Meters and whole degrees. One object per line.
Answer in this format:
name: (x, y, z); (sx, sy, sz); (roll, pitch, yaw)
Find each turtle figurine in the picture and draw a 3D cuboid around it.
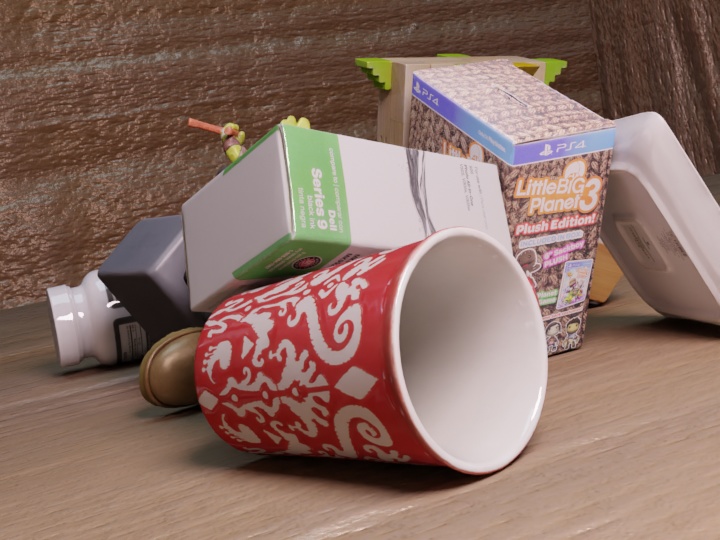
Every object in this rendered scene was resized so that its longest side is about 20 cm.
turtle figurine: (-0.076, -0.092, 1.051); (0.065, 0.199, 0.161); (-57, 12, -22)

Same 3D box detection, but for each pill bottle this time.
pill bottle: (-0.274, 0.049, 1.345); (0.197, 0.118, 0.116); (-11, 5, -19)

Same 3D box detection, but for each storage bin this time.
storage bin: (-0.168, 0.011, 1.125); (0.146, 0.135, 0.199); (-52, 26, -22)

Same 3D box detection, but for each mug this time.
mug: (0.012, 0.061, 0.692); (0.176, 0.136, 0.198); (14, -18, -43)

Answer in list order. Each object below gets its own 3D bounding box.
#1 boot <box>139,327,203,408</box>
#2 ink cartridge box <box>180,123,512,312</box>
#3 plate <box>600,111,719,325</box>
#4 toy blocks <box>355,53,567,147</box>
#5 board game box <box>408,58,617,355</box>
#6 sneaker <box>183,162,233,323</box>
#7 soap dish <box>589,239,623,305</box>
boot: (-0.065, 0.076, 0.925); (0.173, 0.067, 0.198); (-14, 8, -41)
ink cartridge box: (-0.009, -0.025, 0.800); (0.197, 0.086, 0.145); (5, -24, -36)
plate: (0.239, -0.030, 0.898); (0.032, 0.201, 0.200); (-35, 9, -8)
toy blocks: (0.091, -0.123, 1.016); (0.197, 0.139, 0.100); (-6, 18, -27)
board game box: (0.114, -0.050, 0.922); (0.095, 0.203, 0.159); (-12, 32, -24)
sneaker: (-0.114, -0.022, 0.965); (0.089, 0.077, 0.201); (-21, 41, 1)
soap dish: (0.170, -0.017, 1.187); (0.155, 0.083, 0.199); (13, -5, -24)
